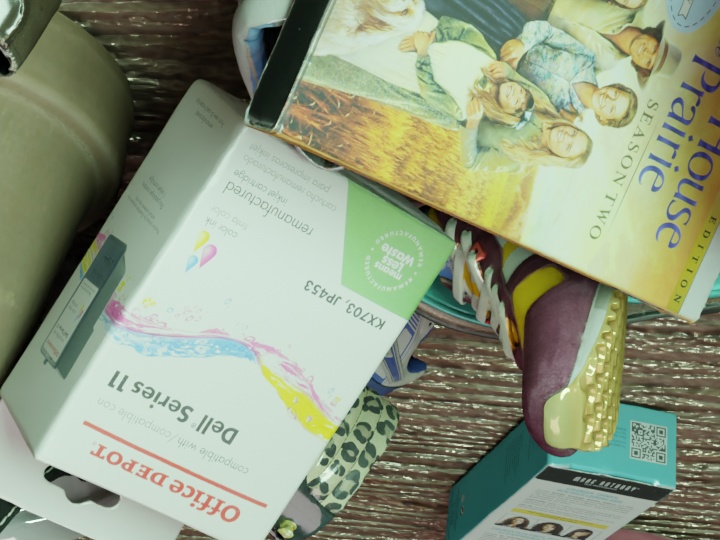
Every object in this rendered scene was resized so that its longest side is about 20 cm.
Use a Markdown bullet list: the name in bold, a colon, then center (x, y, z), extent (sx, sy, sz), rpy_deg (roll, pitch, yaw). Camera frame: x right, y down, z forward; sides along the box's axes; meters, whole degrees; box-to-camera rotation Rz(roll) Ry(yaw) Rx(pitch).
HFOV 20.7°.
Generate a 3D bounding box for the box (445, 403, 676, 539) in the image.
- **box**: center (0.122, 0.138, 1.243), extent (0.082, 0.049, 0.200), rpy_deg (12, 154, -13)

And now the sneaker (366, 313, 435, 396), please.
- **sneaker**: center (0.000, 0.000, 0.985), extent (0.088, 0.075, 0.200), rpy_deg (-19, 150, -17)

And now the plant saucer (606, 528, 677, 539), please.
- **plant saucer**: center (0.174, 0.230, 1.417), extent (0.200, 0.051, 0.201), rpy_deg (5, 156, 2)

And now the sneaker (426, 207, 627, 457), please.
- **sneaker**: center (0.067, 0.006, 0.827), extent (0.090, 0.200, 0.075), rpy_deg (4, 122, 9)

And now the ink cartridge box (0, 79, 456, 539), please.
- **ink cartridge box**: center (-0.066, 0.038, 0.815), extent (0.117, 0.200, 0.067), rpy_deg (28, -172, -31)

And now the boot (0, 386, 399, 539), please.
- **boot**: center (-0.088, 0.087, 0.901), extent (0.154, 0.204, 0.073), rpy_deg (44, 163, -18)

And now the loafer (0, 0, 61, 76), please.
- **loafer**: center (-0.207, -0.125, 0.750), extent (0.200, 0.071, 0.073), rpy_deg (13, 153, -14)

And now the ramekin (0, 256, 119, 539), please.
- **ramekin**: center (-0.186, 0.061, 1.009), extent (0.202, 0.202, 0.094), rpy_deg (-1, 110, 14)

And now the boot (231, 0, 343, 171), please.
- **boot**: center (-0.011, -0.078, 0.775), extent (0.073, 0.096, 0.200), rpy_deg (-2, 153, 16)

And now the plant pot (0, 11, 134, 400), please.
- **plant pot**: center (-0.211, -0.013, 0.867), extent (0.200, 0.175, 0.200), rpy_deg (6, 155, 3)

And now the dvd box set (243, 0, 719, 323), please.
- **dvd box set**: center (0.072, -0.080, 0.708), extent (0.200, 0.146, 0.029), rpy_deg (24, -178, -30)

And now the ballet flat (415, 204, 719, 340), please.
- **ballet flat**: center (0.103, 0.004, 0.940), extent (0.200, 0.068, 0.068), rpy_deg (1, 169, -7)
